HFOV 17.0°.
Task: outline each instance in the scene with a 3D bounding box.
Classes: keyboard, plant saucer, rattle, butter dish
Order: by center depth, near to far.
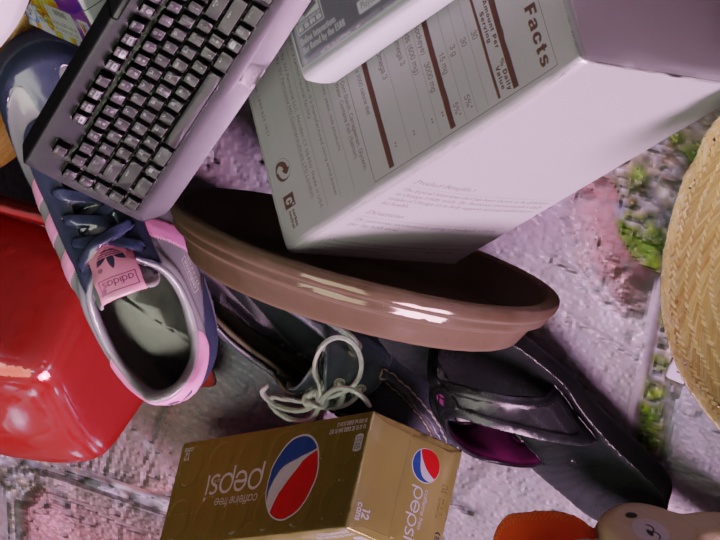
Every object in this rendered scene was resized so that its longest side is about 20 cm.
[{"bbox_3d":[-0.100,-0.116,1.080,0.127,0.021,0.200,29,123,-11],"label":"keyboard"},{"bbox_3d":[0.000,0.000,1.197,0.200,0.200,0.030,18,101,13],"label":"plant saucer"},{"bbox_3d":[0.181,0.132,1.259,0.200,0.130,0.143,25,139,8],"label":"rattle"},{"bbox_3d":[-0.205,0.049,1.336,0.199,0.148,0.200,16,159,17],"label":"butter dish"}]

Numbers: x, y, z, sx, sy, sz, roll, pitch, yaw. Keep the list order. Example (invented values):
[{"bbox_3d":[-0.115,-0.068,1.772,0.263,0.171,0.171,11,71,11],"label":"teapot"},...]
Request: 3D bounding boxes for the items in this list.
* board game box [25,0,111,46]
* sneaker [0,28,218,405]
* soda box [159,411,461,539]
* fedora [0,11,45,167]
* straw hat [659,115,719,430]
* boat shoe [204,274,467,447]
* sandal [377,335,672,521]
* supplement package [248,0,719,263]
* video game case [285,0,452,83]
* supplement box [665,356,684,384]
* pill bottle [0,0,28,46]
[{"bbox_3d":[-0.140,-0.216,1.118,0.103,0.105,0.200,27,148,57],"label":"board game box"},{"bbox_3d":[-0.123,-0.024,1.197,0.070,0.082,0.200,-25,107,6],"label":"sneaker"},{"bbox_3d":[-0.032,0.129,1.353,0.064,0.068,0.200,25,158,-29],"label":"soda box"},{"bbox_3d":[-0.227,-0.149,1.257,0.200,0.082,0.201,13,125,19],"label":"fedora"},{"bbox_3d":[0.231,-0.004,1.086,0.201,0.085,0.202,1,95,9],"label":"straw hat"},{"bbox_3d":[-0.025,0.045,1.330,0.200,0.062,0.075,44,134,-12],"label":"boat shoe"},{"bbox_3d":[0.089,0.084,1.295,0.200,0.048,0.075,38,141,-19],"label":"sandal"},{"bbox_3d":[0.056,-0.096,1.106,0.200,0.117,0.118,-31,65,40],"label":"supplement package"},{"bbox_3d":[0.022,-0.206,1.047,0.200,0.023,0.182,-31,66,41],"label":"video game case"},{"bbox_3d":[0.262,0.036,1.180,0.200,0.061,0.109,21,132,9],"label":"supplement box"},{"bbox_3d":[-0.238,-0.171,1.087,0.200,0.114,0.114,43,148,43],"label":"pill bottle"}]
